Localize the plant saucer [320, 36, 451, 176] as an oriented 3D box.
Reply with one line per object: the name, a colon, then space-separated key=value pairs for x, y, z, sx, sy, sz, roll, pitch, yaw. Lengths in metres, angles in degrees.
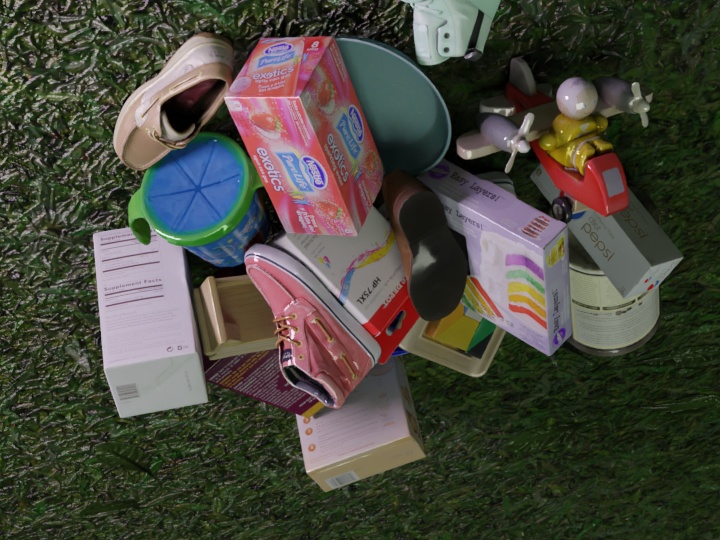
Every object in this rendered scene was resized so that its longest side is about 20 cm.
plant saucer: x=0.010 y=-0.185 z=1.462 sx=0.198 sy=0.036 sz=0.201 roll=16 pitch=142 yaw=13

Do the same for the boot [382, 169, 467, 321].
boot: x=0.070 y=-0.030 z=1.524 sx=0.073 sy=0.076 sz=0.201 roll=-24 pitch=130 yaw=-11

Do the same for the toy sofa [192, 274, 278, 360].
toy sofa: x=-0.099 y=0.046 z=1.615 sx=0.198 sy=0.084 sz=0.098 roll=-8 pitch=168 yaw=-22

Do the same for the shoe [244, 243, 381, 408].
shoe: x=-0.072 y=0.065 z=1.527 sx=0.200 sy=0.091 sz=0.071 roll=44 pitch=151 yaw=-10

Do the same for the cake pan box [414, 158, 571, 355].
cake pan box: x=0.150 y=-0.018 z=1.525 sx=0.052 sy=0.199 sz=0.185 roll=-39 pitch=144 yaw=-27

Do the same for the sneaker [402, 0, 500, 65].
sneaker: x=0.055 y=-0.270 z=1.352 sx=0.199 sy=0.074 sz=0.119 roll=6 pitch=104 yaw=-26

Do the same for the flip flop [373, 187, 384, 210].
flip flop: x=0.010 y=-0.107 z=1.599 sx=0.080 sy=0.058 sz=0.201 roll=-8 pitch=143 yaw=-8

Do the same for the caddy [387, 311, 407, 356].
caddy: x=0.029 y=0.044 z=1.760 sx=0.141 sy=0.106 sz=0.199 roll=-34 pitch=138 yaw=24

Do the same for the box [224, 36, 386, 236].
box: x=-0.054 y=-0.142 z=1.439 sx=0.094 sy=0.103 sz=0.201 roll=3 pitch=138 yaw=27

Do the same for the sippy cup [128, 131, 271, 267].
sippy cup: x=-0.168 y=-0.071 z=1.543 sx=0.177 sy=0.140 sz=0.130 roll=22 pitch=165 yaw=24

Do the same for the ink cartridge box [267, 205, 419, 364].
ink cartridge box: x=0.000 y=0.000 z=1.572 sx=0.200 sy=0.116 sz=0.067 roll=45 pitch=152 yaw=-10

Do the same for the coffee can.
coffee can: x=0.322 y=-0.001 z=1.760 sx=0.145 sy=0.147 sz=0.201 roll=-15 pitch=143 yaw=2

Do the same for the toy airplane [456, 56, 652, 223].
toy airplane: x=0.221 y=-0.168 z=1.478 sx=0.197 sy=0.201 sz=0.142 roll=20 pitch=144 yaw=3

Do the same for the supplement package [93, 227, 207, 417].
supplement package: x=-0.253 y=0.056 z=1.609 sx=0.108 sy=0.201 sz=0.114 roll=-9 pitch=143 yaw=-5

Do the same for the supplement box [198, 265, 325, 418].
supplement box: x=-0.118 y=0.093 z=1.760 sx=0.199 sy=0.132 sz=0.103 roll=25 pitch=128 yaw=-40

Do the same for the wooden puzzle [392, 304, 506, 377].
wooden puzzle: x=0.145 y=0.040 z=1.751 sx=0.199 sy=0.037 sz=0.186 roll=24 pitch=92 yaw=-48

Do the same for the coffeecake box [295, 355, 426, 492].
coffeecake box: x=-0.010 y=0.181 z=1.847 sx=0.152 sy=0.201 sz=0.073 roll=-21 pitch=144 yaw=11

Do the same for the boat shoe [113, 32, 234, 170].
boat shoe: x=-0.204 y=-0.170 z=1.444 sx=0.074 sy=0.067 sz=0.200 roll=16 pitch=134 yaw=-33

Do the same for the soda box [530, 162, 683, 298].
soda box: x=0.296 y=-0.066 z=1.618 sx=0.068 sy=0.201 sz=0.064 roll=-14 pitch=149 yaw=-40

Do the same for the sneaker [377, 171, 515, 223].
sneaker: x=0.113 y=-0.071 z=1.629 sx=0.198 sy=0.071 sz=0.073 roll=-15 pitch=150 yaw=-24
